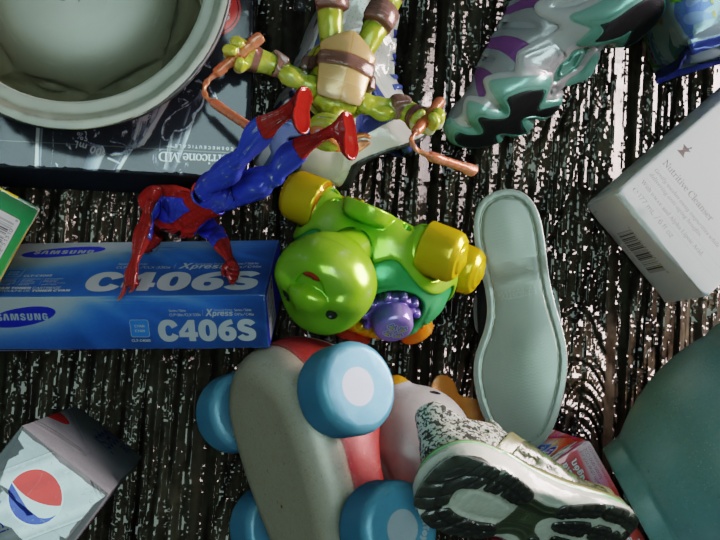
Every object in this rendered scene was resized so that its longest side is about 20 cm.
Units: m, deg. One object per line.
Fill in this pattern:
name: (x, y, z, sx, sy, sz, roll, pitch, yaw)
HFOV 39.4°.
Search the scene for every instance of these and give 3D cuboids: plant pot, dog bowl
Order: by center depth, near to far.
dog bowl: (-0.183, -0.184, 0.656, 0.198, 0.074, 0.202, 0, 87, -8)
plant pot: (0.266, 0.156, 0.751, 0.134, 0.200, 0.201, -29, 91, 8)

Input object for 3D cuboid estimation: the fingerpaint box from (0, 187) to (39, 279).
fingerpaint box: (-0.334, 0.011, 0.682, 0.166, 0.073, 0.201, 22, 82, 38)

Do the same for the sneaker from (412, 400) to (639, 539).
sneaker: (0.110, 0.136, 0.671, 0.199, 0.089, 0.077, 30, 118, -33)

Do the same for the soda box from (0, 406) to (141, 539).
soda box: (-0.200, 0.140, 0.673, 0.068, 0.200, 0.064, 38, 83, -2)

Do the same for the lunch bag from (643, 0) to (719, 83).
lunch bag: (0.316, -0.266, 0.809, 0.199, 0.127, 0.171, -18, 88, 1)

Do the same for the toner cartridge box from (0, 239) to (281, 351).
toner cartridge box: (-0.159, 0.016, 0.721, 0.198, 0.095, 0.044, -1, 114, 2)

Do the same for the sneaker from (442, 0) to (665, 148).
sneaker: (0.128, -0.201, 0.810, 0.199, 0.078, 0.140, -36, 64, 14)

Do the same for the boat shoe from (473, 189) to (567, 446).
boat shoe: (0.126, 0.038, 0.795, 0.075, 0.060, 0.202, 0, 88, 12)

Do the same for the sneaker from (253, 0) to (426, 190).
sneaker: (0.005, -0.147, 0.789, 0.115, 0.080, 0.201, 26, 82, -15)

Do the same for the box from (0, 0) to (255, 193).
box: (-0.178, -0.154, 0.744, 0.198, 0.104, 0.184, 1, 87, -8)

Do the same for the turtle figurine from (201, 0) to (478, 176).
turtle figurine: (-0.002, -0.146, 0.713, 0.198, 0.064, 0.163, 15, 78, -6)

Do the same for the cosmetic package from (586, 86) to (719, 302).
cosmetic package: (0.299, -0.079, 0.816, 0.200, 0.081, 0.113, -42, 91, -7)

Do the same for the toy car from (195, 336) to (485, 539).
toy car: (0.014, 0.121, 0.745, 0.199, 0.184, 0.178, -16, 87, -38)

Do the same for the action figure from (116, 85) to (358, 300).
action figure: (-0.092, -0.033, 0.662, 0.065, 0.199, 0.100, 25, 55, -39)

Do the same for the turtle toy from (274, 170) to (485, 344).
turtle toy: (0.000, 0.000, 0.717, 0.145, 0.200, 0.102, 22, 90, 18)

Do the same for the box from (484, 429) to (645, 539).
box: (0.168, 0.232, 0.768, 0.095, 0.100, 0.201, -29, 91, -9)
